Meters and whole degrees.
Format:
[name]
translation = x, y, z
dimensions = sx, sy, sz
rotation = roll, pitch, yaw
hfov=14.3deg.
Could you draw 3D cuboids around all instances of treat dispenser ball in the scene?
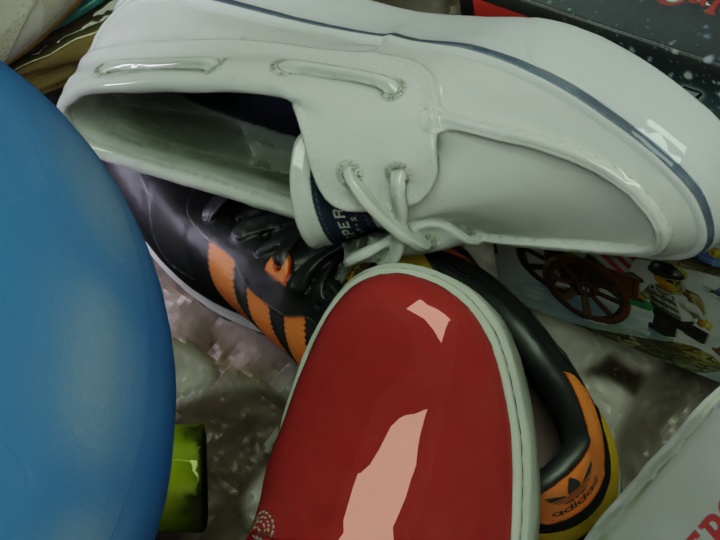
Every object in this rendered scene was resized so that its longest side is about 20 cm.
[treat dispenser ball]
translation = -0.143, 0.031, 0.680
dimensions = 0.200, 0.201, 0.202
rotation = -1, 73, 2

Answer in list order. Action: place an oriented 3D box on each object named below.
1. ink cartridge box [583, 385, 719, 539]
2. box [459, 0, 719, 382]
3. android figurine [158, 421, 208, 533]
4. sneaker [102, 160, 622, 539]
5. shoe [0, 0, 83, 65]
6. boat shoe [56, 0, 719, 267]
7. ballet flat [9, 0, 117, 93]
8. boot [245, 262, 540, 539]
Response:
[ink cartridge box]
translation = 0.157, 0.114, 0.743
dimensions = 0.083, 0.145, 0.200
rotation = -35, 76, -33
[box]
translation = 0.125, -0.014, 0.773
dimensions = 0.199, 0.137, 0.038
rotation = 21, 58, 25
[android figurine]
translation = -0.141, 0.088, 0.788
dimensions = 0.199, 0.041, 0.183
rotation = -3, 73, 0
[sneaker]
translation = 0.000, 0.000, 0.823
dimensions = 0.070, 0.090, 0.200
rotation = -43, 77, -11
[shoe]
translation = -0.139, -0.069, 0.795
dimensions = 0.200, 0.053, 0.070
rotation = -37, 98, -11
[boat shoe]
translation = 0.007, -0.030, 0.769
dimensions = 0.199, 0.074, 0.065
rotation = 15, 55, 34
[ballet flat]
translation = -0.063, -0.098, 0.867
dimensions = 0.199, 0.063, 0.069
rotation = -20, 80, 1
[boot]
translation = -0.016, 0.099, 0.709
dimensions = 0.072, 0.144, 0.201
rotation = 13, 97, 20
